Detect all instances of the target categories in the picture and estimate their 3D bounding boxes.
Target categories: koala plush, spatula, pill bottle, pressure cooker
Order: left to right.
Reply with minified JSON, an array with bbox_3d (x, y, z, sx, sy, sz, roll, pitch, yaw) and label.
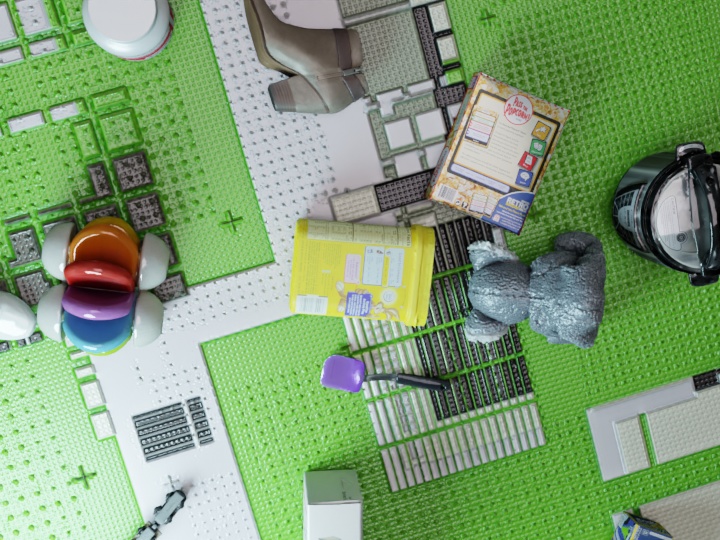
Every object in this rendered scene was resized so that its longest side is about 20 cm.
[{"bbox_3d":[-0.307,-0.339,1.411,0.112,0.200,0.113,-1,98,-7],"label":"pill bottle"},{"bbox_3d":[0.041,0.164,1.620,0.200,0.021,0.057,7,110,-10],"label":"spatula"},{"bbox_3d":[0.251,0.031,1.562,0.200,0.184,0.178,6,100,5],"label":"koala plush"},{"bbox_3d":[0.477,-0.087,1.548,0.176,0.200,0.179,36,93,-11],"label":"pressure cooker"}]

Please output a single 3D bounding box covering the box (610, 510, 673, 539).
[{"bbox_3d":[0.420,0.492,1.695,0.070,0.064,0.200,21,96,-9],"label":"box"}]

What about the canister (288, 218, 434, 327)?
[{"bbox_3d":[0.000,0.000,1.559,0.200,0.087,0.149,5,98,-6],"label":"canister"}]

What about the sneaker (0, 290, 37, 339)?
[{"bbox_3d":[-0.558,0.049,1.500,0.200,0.080,0.071,25,93,-11],"label":"sneaker"}]

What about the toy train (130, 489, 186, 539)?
[{"bbox_3d":[-0.331,0.410,1.599,0.034,0.046,0.200,40,89,4],"label":"toy train"}]

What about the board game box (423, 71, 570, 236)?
[{"bbox_3d":[0.202,-0.172,1.578,0.151,0.046,0.200,22,95,-9],"label":"board game box"}]

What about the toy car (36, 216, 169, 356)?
[{"bbox_3d":[-0.362,0.027,1.484,0.175,0.150,0.200,6,98,-8],"label":"toy car"}]

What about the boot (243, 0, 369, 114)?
[{"bbox_3d":[-0.073,-0.319,1.518,0.146,0.070,0.200,-17,101,-11],"label":"boot"}]

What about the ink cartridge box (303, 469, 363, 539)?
[{"bbox_3d":[-0.042,0.414,1.584,0.084,0.146,0.200,-1,98,-6],"label":"ink cartridge box"}]
